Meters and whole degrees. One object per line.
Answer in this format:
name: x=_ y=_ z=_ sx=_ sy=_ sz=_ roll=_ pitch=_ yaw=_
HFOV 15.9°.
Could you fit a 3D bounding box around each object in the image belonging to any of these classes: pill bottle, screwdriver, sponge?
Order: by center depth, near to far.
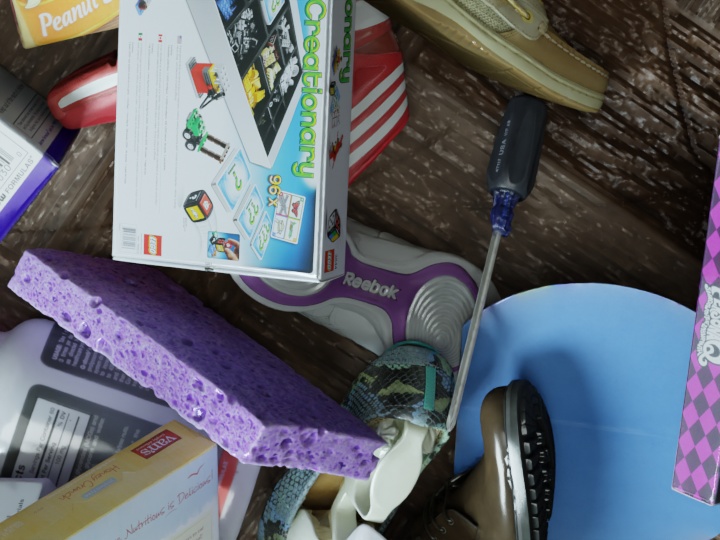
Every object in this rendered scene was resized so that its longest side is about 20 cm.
sponge: x=-0.089 y=0.050 z=1.402 sx=0.200 sy=0.111 sz=0.030 roll=35 pitch=103 yaw=34
screwdriver: x=0.076 y=-0.005 z=1.426 sx=0.029 sy=0.028 sz=0.200 roll=3 pitch=69 yaw=18
pill bottle: x=-0.158 y=0.094 z=1.463 sx=0.200 sy=0.116 sz=0.116 roll=19 pitch=104 yaw=-3

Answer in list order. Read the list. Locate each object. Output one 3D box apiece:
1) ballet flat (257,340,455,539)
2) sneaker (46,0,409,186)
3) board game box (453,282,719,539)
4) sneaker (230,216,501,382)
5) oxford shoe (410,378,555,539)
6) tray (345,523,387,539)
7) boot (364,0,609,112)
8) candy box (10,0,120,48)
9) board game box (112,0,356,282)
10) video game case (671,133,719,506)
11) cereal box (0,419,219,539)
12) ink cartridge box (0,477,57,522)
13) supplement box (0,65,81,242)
ballet flat: x=-0.005 y=0.127 z=1.457 sx=0.074 sy=0.074 sz=0.200 roll=23 pitch=127 yaw=-4
sneaker: x=-0.067 y=-0.081 z=1.437 sx=0.200 sy=0.078 sz=0.116 roll=-15 pitch=102 yaw=6
board game box: x=0.136 y=0.078 z=1.476 sx=0.158 sy=0.039 sz=0.200 roll=7 pitch=126 yaw=8
sneaker: x=0.000 y=0.000 z=1.461 sx=0.200 sy=0.100 sz=0.075 roll=28 pitch=96 yaw=-29
oxford shoe: x=0.068 y=0.144 z=1.468 sx=0.084 sy=0.073 sz=0.200 roll=9 pitch=127 yaw=9
tray: x=-0.011 y=0.241 z=1.465 sx=0.107 sy=0.022 sz=0.200 roll=40 pitch=124 yaw=5
boot: x=0.084 y=-0.189 z=1.404 sx=0.200 sy=0.073 sz=0.156 roll=30 pitch=84 yaw=-27
candy box: x=-0.102 y=-0.202 z=1.416 sx=0.200 sy=0.055 sz=0.116 roll=-12 pitch=105 yaw=4
board game box: x=-0.067 y=-0.099 z=1.352 sx=0.126 sy=0.035 sz=0.200 roll=7 pitch=99 yaw=24
video game case: x=0.251 y=0.018 z=1.417 sx=0.036 sy=0.181 sz=0.200 roll=20 pitch=110 yaw=43
cereal box: x=-0.135 y=0.194 z=1.373 sx=0.039 sy=0.144 sz=0.200 roll=26 pitch=130 yaw=34
ink cartridge box: x=-0.246 y=0.183 z=1.443 sx=0.200 sy=0.085 sz=0.145 roll=0 pitch=146 yaw=22
supplement box: x=-0.268 y=-0.092 z=1.425 sx=0.200 sy=0.103 sz=0.101 roll=38 pitch=103 yaw=-9
